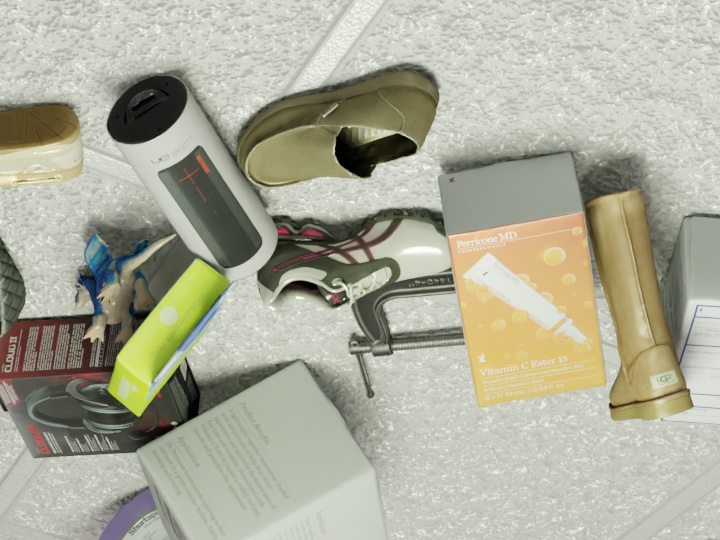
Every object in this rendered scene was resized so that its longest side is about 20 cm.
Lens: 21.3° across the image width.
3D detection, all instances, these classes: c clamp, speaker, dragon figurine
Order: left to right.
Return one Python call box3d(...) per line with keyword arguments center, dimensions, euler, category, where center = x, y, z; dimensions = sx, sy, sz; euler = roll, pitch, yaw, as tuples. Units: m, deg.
box3d(center=(-0.229, 0.001, 1.807), dimensions=(0.058, 0.100, 0.201), euler=(4, 140, -21), category="dragon figurine")
box3d(center=(-0.148, -0.081, 1.703), dimensions=(0.081, 0.082, 0.200), euler=(-11, 139, 18), category="speaker")
box3d(center=(0.074, 0.053, 1.901), dimensions=(0.198, 0.027, 0.171), euler=(-9, 135, 18), category="c clamp")

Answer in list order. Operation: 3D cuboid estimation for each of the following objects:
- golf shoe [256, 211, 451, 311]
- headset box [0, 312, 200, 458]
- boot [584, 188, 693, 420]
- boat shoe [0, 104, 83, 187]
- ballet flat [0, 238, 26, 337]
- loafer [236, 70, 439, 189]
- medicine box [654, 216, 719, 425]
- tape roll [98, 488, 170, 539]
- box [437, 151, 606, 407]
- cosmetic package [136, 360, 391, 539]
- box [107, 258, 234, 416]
box3d(center=(0.000, 0.000, 1.787), dimensions=(0.198, 0.089, 0.078), euler=(-4, 139, 7), category="golf shoe")
box3d(center=(-0.279, 0.120, 1.967), dimensions=(0.198, 0.078, 0.149), euler=(-4, 141, 8), category="headset box")
box3d(center=(0.248, 0.032, 1.746), dimensions=(0.066, 0.202, 0.175), euler=(-14, 178, -9), category="boot")
box3d(center=(-0.342, -0.098, 1.702), dimensions=(0.198, 0.074, 0.070), euler=(-2, 135, 7), category="boat shoe")
box3d(center=(-0.372, -0.013, 1.823), dimensions=(0.066, 0.057, 0.201), euler=(-11, 139, 16), category="ballet flat")
box3d(center=(-0.024, -0.113, 1.661), dimensions=(0.199, 0.068, 0.076), euler=(-21, 135, 28), category="loafer")
box3d(center=(0.379, 0.056, 1.811), dimensions=(0.180, 0.104, 0.201), euler=(4, 142, 0), category="medicine box")
box3d(center=(-0.202, 0.340, 2.136), dimensions=(0.199, 0.201, 0.085), euler=(-16, 139, 23), category="tape roll")
box3d(center=(0.148, 0.010, 1.732), dimensions=(0.123, 0.098, 0.201), euler=(-10, 126, 4), category="box")
box3d(center=(-0.096, 0.236, 1.965), dimensions=(0.199, 0.165, 0.166), euler=(-27, 143, -13), category="cosmetic package")
box3d(center=(-0.179, 0.063, 1.781), dimensions=(0.048, 0.122, 0.200), euler=(37, 163, -1), category="box")
